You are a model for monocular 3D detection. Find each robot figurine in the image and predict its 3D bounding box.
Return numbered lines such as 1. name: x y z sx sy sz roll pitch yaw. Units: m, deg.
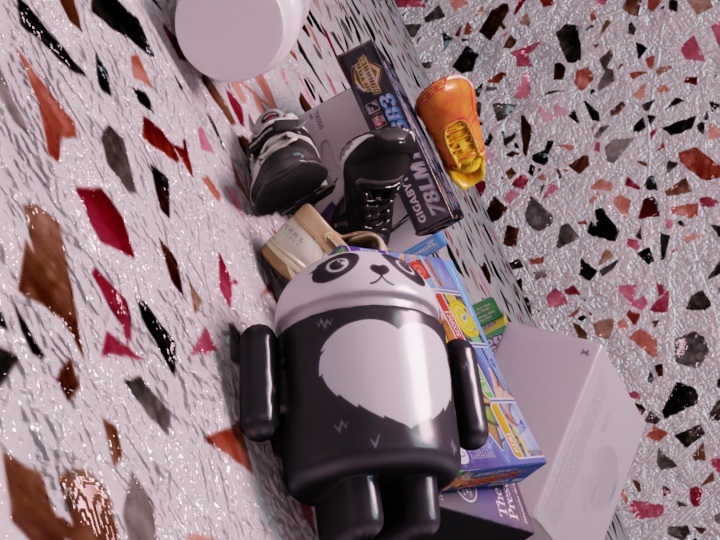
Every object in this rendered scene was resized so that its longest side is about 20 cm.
1. robot figurine: 0.004 0.086 0.789 0.150 0.123 0.203 36 43 -55

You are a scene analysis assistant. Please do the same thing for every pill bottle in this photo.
1. pill bottle: -0.106 -0.240 1.061 0.114 0.112 0.200 60 12 -18

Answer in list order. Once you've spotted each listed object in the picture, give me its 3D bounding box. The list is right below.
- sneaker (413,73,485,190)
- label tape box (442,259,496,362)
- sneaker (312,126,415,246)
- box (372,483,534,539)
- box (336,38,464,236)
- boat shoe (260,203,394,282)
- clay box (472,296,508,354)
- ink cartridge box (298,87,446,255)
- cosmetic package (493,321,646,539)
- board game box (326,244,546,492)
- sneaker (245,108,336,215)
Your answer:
1. sneaker: 0.112 -0.156 1.306 0.078 0.072 0.200 63 6 24
2. label tape box: 0.043 0.071 1.153 0.198 0.066 0.145 -6 68 -49
3. sneaker: 0.014 -0.060 1.123 0.200 0.075 0.089 123 -44 -60
4. box: 0.048 0.133 0.962 0.140 0.079 0.202 21 40 -42
5. box: 0.047 -0.137 1.253 0.202 0.049 0.198 65 9 1
6. boat shoe: 0.000 0.000 1.015 0.074 0.067 0.199 43 11 37
7. clay box: 0.158 0.146 1.427 0.202 0.114 0.048 61 11 -12
8. ink cartridge box: 0.017 -0.105 1.397 0.200 0.083 0.146 41 25 -61
9. cosmetic package: 0.205 0.199 1.277 0.201 0.122 0.200 -63 144 -20
10. board game box: 0.056 0.075 0.921 0.134 0.034 0.202 7 50 -49
11. sneaker: -0.073 -0.101 1.031 0.089 0.073 0.200 63 1 1
